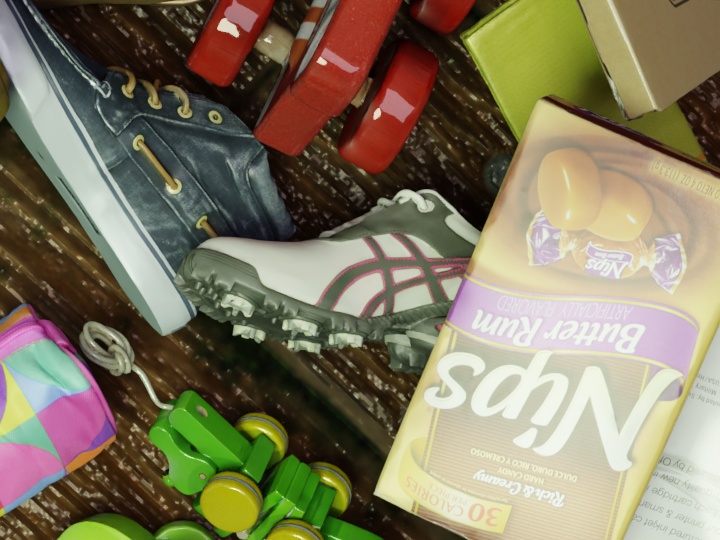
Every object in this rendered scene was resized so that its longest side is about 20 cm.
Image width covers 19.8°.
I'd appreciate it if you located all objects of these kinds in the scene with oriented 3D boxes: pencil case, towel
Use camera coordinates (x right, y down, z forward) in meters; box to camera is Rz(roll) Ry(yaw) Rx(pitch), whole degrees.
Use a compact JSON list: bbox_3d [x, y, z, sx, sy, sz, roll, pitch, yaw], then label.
[{"bbox_3d":[-0.213,0.095,0.968,0.199,0.088,0.089,-33,96,-18],"label":"pencil case"},{"bbox_3d":[0.129,-0.058,1.048,0.086,0.018,0.201,-36,112,-11],"label":"towel"}]

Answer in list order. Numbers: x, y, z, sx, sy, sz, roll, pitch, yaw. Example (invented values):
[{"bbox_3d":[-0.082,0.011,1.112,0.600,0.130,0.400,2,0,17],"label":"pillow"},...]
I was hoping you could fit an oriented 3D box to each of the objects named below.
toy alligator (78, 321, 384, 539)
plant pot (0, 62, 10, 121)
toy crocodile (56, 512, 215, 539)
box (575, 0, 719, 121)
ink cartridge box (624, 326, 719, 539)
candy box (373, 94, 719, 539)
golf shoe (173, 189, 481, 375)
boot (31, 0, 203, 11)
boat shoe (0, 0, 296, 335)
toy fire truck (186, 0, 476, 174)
[{"bbox_3d":[-0.069,0.102,1.023,0.199,0.059,0.054,38,125,-9],"label":"toy alligator"},{"bbox_3d":[-0.256,-0.080,0.850,0.199,0.194,0.197,-27,92,-7],"label":"plant pot"},{"bbox_3d":[-0.063,0.181,1.017,0.199,0.068,0.062,35,95,-7],"label":"toy crocodile"},{"bbox_3d":[0.127,-0.184,1.011,0.021,0.163,0.202,-21,96,31],"label":"box"},{"bbox_3d":[0.173,0.088,1.008,0.144,0.083,0.202,19,100,19],"label":"ink cartridge box"},{"bbox_3d":[0.098,0.034,0.951,0.116,0.056,0.202,24,101,8],"label":"candy box"},{"bbox_3d":[0.000,0.000,1.013,0.198,0.077,0.089,12,80,-32],"label":"golf shoe"},{"bbox_3d":[-0.158,-0.154,0.991,0.198,0.075,0.074,-6,94,-8],"label":"boot"},{"bbox_3d":[-0.112,-0.073,0.994,0.091,0.071,0.201,-37,116,-13],"label":"boat shoe"},{"bbox_3d":[0.010,-0.148,0.965,0.111,0.168,0.201,29,73,-9],"label":"toy fire truck"}]
